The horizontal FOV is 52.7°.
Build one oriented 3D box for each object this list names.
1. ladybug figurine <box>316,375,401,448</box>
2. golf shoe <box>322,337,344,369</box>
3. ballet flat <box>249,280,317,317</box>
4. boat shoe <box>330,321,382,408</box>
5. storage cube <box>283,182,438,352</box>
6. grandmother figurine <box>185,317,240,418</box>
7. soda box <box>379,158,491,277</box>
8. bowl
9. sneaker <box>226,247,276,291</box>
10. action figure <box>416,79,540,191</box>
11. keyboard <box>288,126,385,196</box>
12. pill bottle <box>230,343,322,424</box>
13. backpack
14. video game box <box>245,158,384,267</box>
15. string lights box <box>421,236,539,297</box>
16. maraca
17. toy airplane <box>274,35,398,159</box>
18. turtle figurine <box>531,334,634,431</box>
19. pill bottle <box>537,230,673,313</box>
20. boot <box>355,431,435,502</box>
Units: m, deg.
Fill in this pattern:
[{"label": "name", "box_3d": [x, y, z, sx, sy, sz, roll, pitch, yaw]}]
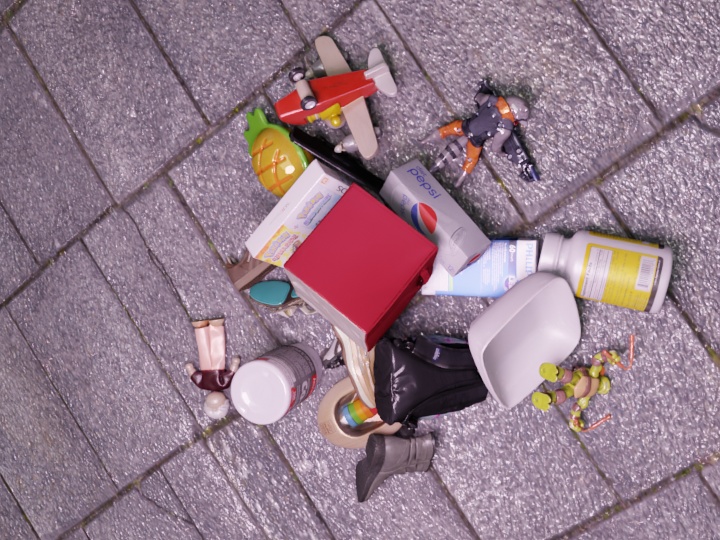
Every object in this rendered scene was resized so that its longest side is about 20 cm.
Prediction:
[{"label": "ladybug figurine", "box_3d": [0.008, 0.258, 1.369, 0.199, 0.072, 0.136, -27, 88, 18]}, {"label": "golf shoe", "box_3d": [-0.012, 0.100, 1.366, 0.200, 0.078, 0.095, -48, 64, 15]}, {"label": "ballet flat", "box_3d": [-0.123, 0.057, 1.388, 0.199, 0.068, 0.075, -7, 132, 33]}, {"label": "boat shoe", "box_3d": [0.007, 0.141, 1.283, 0.076, 0.072, 0.201, -21, 91, 6]}, {"label": "storage cube", "box_3d": [0.000, 0.000, 1.201, 0.200, 0.171, 0.180, 37, 78, 11]}, {"label": "grandmother figurine", "box_3d": [-0.301, 0.200, 1.471, 0.121, 0.060, 0.201, -6, 92, 27]}, {"label": "soda box", "box_3d": [0.124, -0.090, 1.228, 0.200, 0.068, 0.064, 51, 145, 14]}, {"label": "bowl", "box_3d": [0.262, 0.106, 1.193, 0.199, 0.200, 0.075, -40, 43, -11]}, {"label": "sneaker", "box_3d": [-0.181, -0.041, 1.398, 0.200, 0.070, 0.076, -35, 80, 17]}, {"label": "action figure", "box_3d": [0.216, -0.215, 1.234, 0.193, 0.104, 0.201, -39, 80, 28]}, {"label": "keyboard", "box_3d": [-0.039, -0.197, 1.301, 0.199, 0.127, 0.021, 31, 111, -13]}, {"label": "pill bottle", "box_3d": [-0.146, 0.201, 1.344, 0.113, 0.200, 0.115, 2, 97, 17]}, {"label": "backpack", "box_3d": [0.123, 0.177, 1.256, 0.199, 0.126, 0.168, -4, 101, -25]}, {"label": "video game box", "box_3d": [-0.078, -0.084, 1.301, 0.200, 0.182, 0.047, -48, 51, 17]}, {"label": "string lights box", "box_3d": [0.210, -0.007, 1.280, 0.199, 0.059, 0.104, 2, 97, 18]}, {"label": "maraca", "box_3d": [-0.156, -0.214, 1.350, 0.200, 0.107, 0.137, 47, 140, 22]}, {"label": "toy airplane", "box_3d": [-0.030, -0.309, 1.298, 0.198, 0.141, 0.201, 23, 66, 3]}, {"label": "turtle figurine", "box_3d": [0.371, 0.184, 1.225, 0.064, 0.160, 0.201, 53, 131, 51]}, {"label": "pill bottle", "box_3d": [0.397, -0.005, 1.193, 0.199, 0.111, 0.112, 13, 100, 16]}, {"label": "boot", "box_3d": [0.066, 0.372, 1.357, 0.130, 0.068, 0.201, 4, 135, -15]}]
